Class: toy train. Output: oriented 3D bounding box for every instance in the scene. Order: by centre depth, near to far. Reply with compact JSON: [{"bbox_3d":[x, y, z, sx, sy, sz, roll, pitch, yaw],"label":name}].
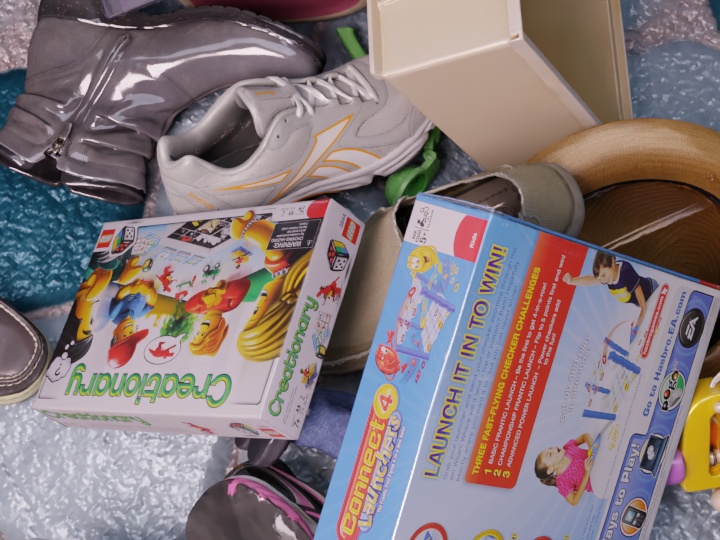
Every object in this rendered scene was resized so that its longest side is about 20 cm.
[{"bbox_3d":[0.247,0.081,0.820,0.149,0.056,0.201,16,109,-18],"label":"toy train"}]

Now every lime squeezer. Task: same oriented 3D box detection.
[{"bbox_3d":[0.017,-0.070,0.911,0.070,0.038,0.201,4,71,-7],"label":"lime squeezer"}]

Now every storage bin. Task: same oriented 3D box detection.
[{"bbox_3d":[0.088,-0.174,0.864,0.093,0.200,0.200,-12,67,26],"label":"storage bin"}]

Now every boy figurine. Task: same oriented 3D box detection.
[{"bbox_3d":[0.029,0.108,0.813,0.199,0.124,0.065,24,89,-22],"label":"boy figurine"}]

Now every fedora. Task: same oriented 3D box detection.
[{"bbox_3d":[0.162,-0.002,0.861,0.199,0.082,0.202,0,102,-1],"label":"fedora"}]

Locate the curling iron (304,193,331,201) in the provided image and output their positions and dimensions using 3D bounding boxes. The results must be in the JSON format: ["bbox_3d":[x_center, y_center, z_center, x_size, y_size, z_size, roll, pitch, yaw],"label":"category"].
[{"bbox_3d":[0.000,0.000,0.867,0.050,0.026,0.200,-40,64,8],"label":"curling iron"}]

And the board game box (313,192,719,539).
[{"bbox_3d":[0.087,0.080,0.739,0.195,0.056,0.201,16,92,-40],"label":"board game box"}]

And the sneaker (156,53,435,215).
[{"bbox_3d":[-0.034,-0.090,0.859,0.199,0.092,0.076,-35,56,-10],"label":"sneaker"}]

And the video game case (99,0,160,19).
[{"bbox_3d":[-0.089,-0.247,0.820,0.199,0.019,0.144,-16,95,24],"label":"video game case"}]

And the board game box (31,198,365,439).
[{"bbox_3d":[-0.095,0.029,0.797,0.035,0.199,0.127,36,62,-40],"label":"board game box"}]

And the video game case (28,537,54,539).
[{"bbox_3d":[-0.087,0.224,0.753,0.199,0.018,0.144,5,96,6],"label":"video game case"}]

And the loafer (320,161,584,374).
[{"bbox_3d":[0.029,-0.007,0.800,0.199,0.068,0.076,-32,67,18],"label":"loafer"}]

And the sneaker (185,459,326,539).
[{"bbox_3d":[-0.005,0.178,0.797,0.080,0.086,0.200,-36,98,19],"label":"sneaker"}]

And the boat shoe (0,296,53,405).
[{"bbox_3d":[-0.277,0.017,0.836,0.199,0.065,0.074,24,68,3],"label":"boat shoe"}]

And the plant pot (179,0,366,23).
[{"bbox_3d":[-0.056,-0.262,0.907,0.199,0.200,0.180,0,86,-6],"label":"plant pot"}]

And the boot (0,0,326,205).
[{"bbox_3d":[-0.128,-0.100,0.901,0.199,0.070,0.132,8,71,9],"label":"boot"}]
